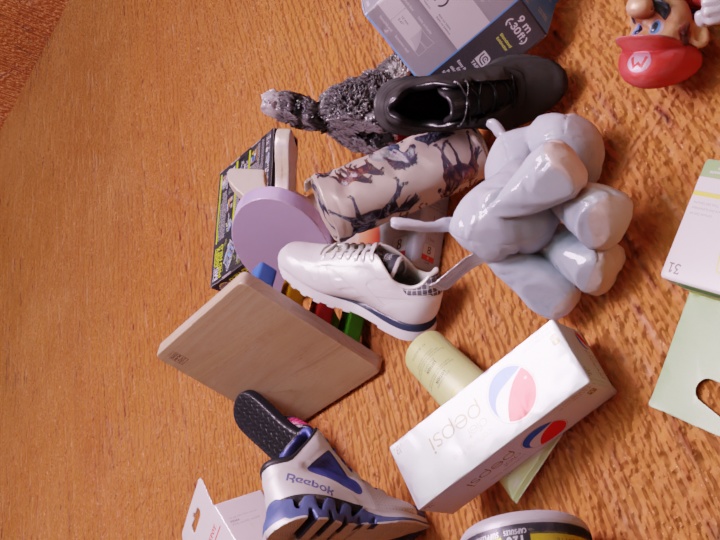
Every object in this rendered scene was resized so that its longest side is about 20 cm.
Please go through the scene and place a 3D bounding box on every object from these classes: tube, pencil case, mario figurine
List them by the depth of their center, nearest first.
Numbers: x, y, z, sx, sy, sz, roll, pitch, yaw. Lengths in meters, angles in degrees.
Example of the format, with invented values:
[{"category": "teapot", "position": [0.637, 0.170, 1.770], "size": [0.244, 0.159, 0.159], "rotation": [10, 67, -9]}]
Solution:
[{"category": "mario figurine", "position": [0.271, -0.256, 0.899], "size": [0.124, 0.105, 0.203], "rotation": [98, -168, -78]}, {"category": "tube", "position": [0.113, 0.129, 0.993], "size": [0.200, 0.051, 0.059], "rotation": [46, 149, 47]}, {"category": "pencil case", "position": [0.039, -0.103, 1.111], "size": [0.197, 0.078, 0.090], "rotation": [-24, 55, 0]}]

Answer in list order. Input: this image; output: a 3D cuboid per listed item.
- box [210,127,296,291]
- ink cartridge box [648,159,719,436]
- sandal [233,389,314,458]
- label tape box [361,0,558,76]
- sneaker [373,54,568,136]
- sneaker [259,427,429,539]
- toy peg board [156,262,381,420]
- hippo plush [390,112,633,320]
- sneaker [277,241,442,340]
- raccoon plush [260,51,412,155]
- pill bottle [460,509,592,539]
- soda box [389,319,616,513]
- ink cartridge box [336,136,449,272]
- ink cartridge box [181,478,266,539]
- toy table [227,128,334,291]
[{"category": "box", "position": [-0.158, -0.086, 1.514], "size": [0.160, 0.044, 0.203], "rotation": [-32, 48, 45]}, {"category": "ink cartridge box", "position": [0.293, 0.025, 0.779], "size": [0.145, 0.048, 0.203], "rotation": [22, 90, 57]}, {"category": "sandal", "position": [-0.073, 0.204, 1.199], "size": [0.199, 0.045, 0.076], "rotation": [39, 122, 34]}, {"category": "label tape box", "position": [0.120, -0.281, 1.057], "size": [0.199, 0.143, 0.066], "rotation": [-37, 23, 16]}, {"category": "sneaker", "position": [0.112, -0.168, 1.023], "size": [0.091, 0.197, 0.077], "rotation": [-92, -10, -79]}, {"category": "sneaker", "position": [-0.023, 0.213, 1.009], "size": [0.081, 0.198, 0.116], "rotation": [-43, 49, 28]}, {"category": "toy peg board", "position": [-0.103, 0.073, 1.225], "size": [0.199, 0.198, 0.099], "rotation": [-37, 29, 41]}, {"category": "hippo plush", "position": [0.166, -0.058, 0.963], "size": [0.198, 0.160, 0.161], "rotation": [-23, 23, 31]}, {"category": "sneaker", "position": [0.000, 0.000, 1.121], "size": [0.076, 0.197, 0.081], "rotation": [-48, -28, -47]}, {"category": "raccoon plush", "position": [-0.009, -0.231, 1.244], "size": [0.097, 0.197, 0.136], "rotation": [133, 156, -68]}, {"category": "pill bottle", "position": [0.140, 0.300, 0.801], "size": [0.112, 0.111, 0.203], "rotation": [-37, 45, 41]}, {"category": "soda box", "position": [0.125, 0.134, 0.913], "size": [0.200, 0.063, 0.069], "rotation": [-42, 56, 21]}, {"category": "ink cartridge box", "position": [0.039, -0.082, 1.213], "size": [0.161, 0.050, 0.204], "rotation": [-12, 67, 53]}, {"category": "ink cartridge box", "position": [-0.122, 0.332, 1.143], "size": [0.201, 0.067, 0.118], "rotation": [51, 134, 33]}, {"category": "toy table", "position": [-0.090, -0.073, 1.301], "size": [0.201, 0.181, 0.119], "rotation": [99, -179, -57]}]
